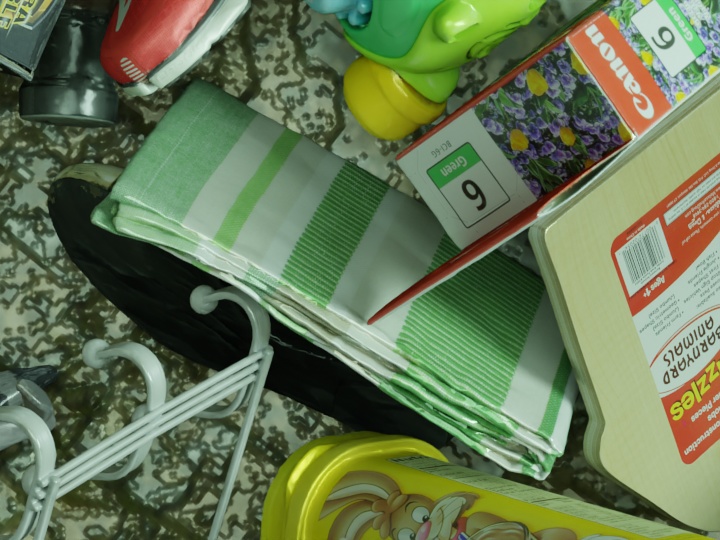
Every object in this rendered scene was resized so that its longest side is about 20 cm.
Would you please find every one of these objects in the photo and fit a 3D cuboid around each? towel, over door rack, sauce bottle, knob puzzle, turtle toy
[{"bbox_3d":[0.000,0.000,1.096,0.199,0.153,0.023,30,114,-1],"label":"towel"},{"bbox_3d":[-0.104,0.114,1.056,0.066,0.148,0.201,22,120,28],"label":"over door rack"},{"bbox_3d":[-0.116,-0.161,1.135,0.066,0.066,0.201,5,87,-1],"label":"sauce bottle"},{"bbox_3d":[0.153,0.017,1.114,0.219,0.030,0.221,-11,107,-38],"label":"knob puzzle"},{"bbox_3d":[0.034,-0.156,1.095,0.145,0.201,0.101,-36,119,28],"label":"turtle toy"}]

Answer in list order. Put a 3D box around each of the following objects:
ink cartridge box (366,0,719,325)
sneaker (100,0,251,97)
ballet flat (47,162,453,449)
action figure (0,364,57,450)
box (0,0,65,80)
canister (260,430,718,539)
[{"bbox_3d":[0.075,-0.061,1.061,0.050,0.109,0.200,54,46,-2],"label":"ink cartridge box"},{"bbox_3d":[-0.075,-0.163,1.094,0.085,0.077,0.201,30,64,-31],"label":"sneaker"},{"bbox_3d":[-0.039,0.011,1.143,0.199,0.067,0.057,29,47,-1],"label":"ballet flat"},{"bbox_3d":[-0.198,0.108,1.105,0.194,0.105,0.200,-46,65,2],"label":"action figure"},{"bbox_3d":[-0.160,-0.189,1.082,0.198,0.050,0.201,18,85,44],"label":"box"},{"bbox_3d":[0.053,0.150,1.046,0.086,0.199,0.150,-5,100,-39],"label":"canister"}]
